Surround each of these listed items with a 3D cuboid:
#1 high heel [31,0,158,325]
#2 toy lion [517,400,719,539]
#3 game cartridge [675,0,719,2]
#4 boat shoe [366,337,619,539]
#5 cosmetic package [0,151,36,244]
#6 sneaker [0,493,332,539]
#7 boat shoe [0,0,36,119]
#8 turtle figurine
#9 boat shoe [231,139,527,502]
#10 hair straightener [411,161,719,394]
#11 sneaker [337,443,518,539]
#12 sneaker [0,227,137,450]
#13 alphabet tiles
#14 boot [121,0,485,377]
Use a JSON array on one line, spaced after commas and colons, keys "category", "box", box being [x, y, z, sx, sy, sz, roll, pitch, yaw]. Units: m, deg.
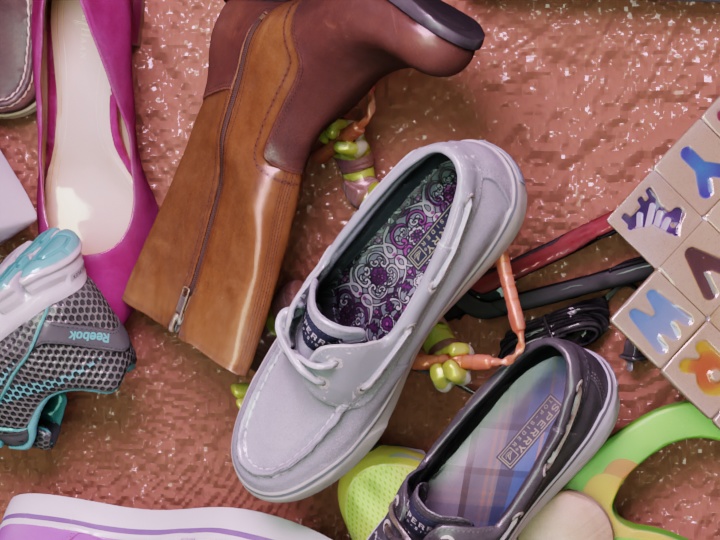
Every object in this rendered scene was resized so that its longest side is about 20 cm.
[{"category": "high heel", "box": [-0.139, -0.058, 1.147, 0.067, 0.096, 0.201, 10, 96, 12]}, {"category": "toy lion", "box": [0.203, 0.143, 1.106, 0.192, 0.069, 0.200, -39, 85, 6]}, {"category": "game cartridge", "box": [0.147, -0.195, 1.103, 0.199, 0.040, 0.134, 3, 91, 13]}, {"category": "boat shoe", "box": [0.044, 0.113, 1.070, 0.200, 0.066, 0.070, -48, 59, 1]}, {"category": "cosmetic package", "box": [-0.308, -0.034, 1.141, 0.200, 0.167, 0.167, -33, 86, 21]}, {"category": "sneaker", "box": [-0.099, 0.179, 1.146, 0.200, 0.073, 0.115, 1, 53, 21]}, {"category": "boat shoe", "box": [-0.199, -0.176, 1.165, 0.072, 0.072, 0.201, -4, 95, 14]}, {"category": "turtle figurine", "box": [0.000, 0.000, 1.134, 0.161, 0.064, 0.200, -40, 59, 19]}, {"category": "boat shoe", "box": [-0.005, 0.020, 1.047, 0.070, 0.071, 0.201, 44, 105, 27]}, {"category": "hair straightener", "box": [0.111, 0.017, 1.123, 0.199, 0.041, 0.077, -24, 88, 14]}, {"category": "sneaker", "box": [0.053, 0.172, 1.124, 0.078, 0.090, 0.200, -36, 84, 15]}, {"category": "sneaker", "box": [-0.195, 0.063, 1.173, 0.200, 0.078, 0.091, -31, 105, 32]}, {"category": "alphabet tiles", "box": [0.219, 0.010, 1.079, 0.200, 0.006, 0.166, 44, 83, -2]}, {"category": "boot", "box": [-0.035, -0.049, 1.091, 0.188, 0.068, 0.201, 22, 92, 46]}]
